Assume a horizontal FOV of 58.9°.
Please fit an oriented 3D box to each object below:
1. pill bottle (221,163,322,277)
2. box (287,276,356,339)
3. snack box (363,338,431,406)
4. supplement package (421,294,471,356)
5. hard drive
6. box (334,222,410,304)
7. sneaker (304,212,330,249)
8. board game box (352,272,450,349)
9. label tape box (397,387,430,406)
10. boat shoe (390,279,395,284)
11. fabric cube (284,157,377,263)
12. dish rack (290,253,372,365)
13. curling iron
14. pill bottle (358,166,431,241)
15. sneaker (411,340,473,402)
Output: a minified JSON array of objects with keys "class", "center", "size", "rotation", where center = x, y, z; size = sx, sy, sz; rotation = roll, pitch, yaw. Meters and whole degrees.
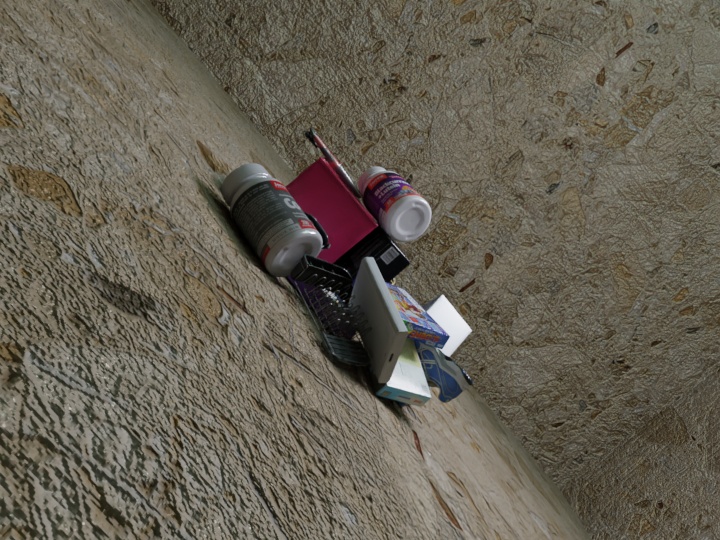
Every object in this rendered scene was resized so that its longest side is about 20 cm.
[{"class":"pill bottle","center":[-0.165,-0.095,1.157],"size":[0.200,0.114,0.114],"rotation":[53,5,26]},{"class":"box","center":[-0.078,0.053,1.283],"size":[0.200,0.039,0.137],"rotation":[51,5,3]},{"class":"snack box","center":[0.063,0.165,1.257],"size":[0.116,0.037,0.200],"rotation":[22,37,-34]},{"class":"supplement package","center":[0.138,0.156,1.472],"size":[0.110,0.114,0.200],"rotation":[51,-35,-2]},{"class":"hard drive","center":[0.028,0.089,1.181],"size":[0.026,0.132,0.200],"rotation":[0,40,-22]},{"class":"box","center":[0.000,0.000,1.441],"size":[0.079,0.200,0.141],"rotation":[46,6,-27]},{"class":"sneaker","center":[-0.142,-0.101,1.259],"size":[0.200,0.078,0.140],"rotation":[29,-9,-18]},{"class":"board game box","center":[0.079,0.079,1.303],"size":[0.135,0.035,0.200],"rotation":[21,15,-33]},{"class":"label tape box","center":[0.085,0.217,1.393],"size":[0.143,0.066,0.200],"rotation":[52,7,15]},{"class":"boat shoe","center":[0.050,0.011,1.542],"size":[0.072,0.059,0.201],"rotation":[3,80,-73]},{"class":"fabric cube","center":[-0.100,-0.119,1.444],"size":[0.196,0.199,0.200],"rotation":[49,5,-7]},{"class":"dish rack","center":[-0.040,0.075,1.135],"size":[0.153,0.055,0.200],"rotation":[20,37,-56]},{"class":"curling iron","center":[-0.057,-0.241,1.429],"size":[0.200,0.026,0.050],"rotation":[49,8,-21]},{"class":"pill bottle","center":[0.070,-0.160,1.458],"size":[0.111,0.111,0.200],"rotation":[46,5,-41]},{"class":"sneaker","center":[0.137,0.188,1.307],"size":[0.200,0.077,0.076],"rotation":[41,-3,43]}]
